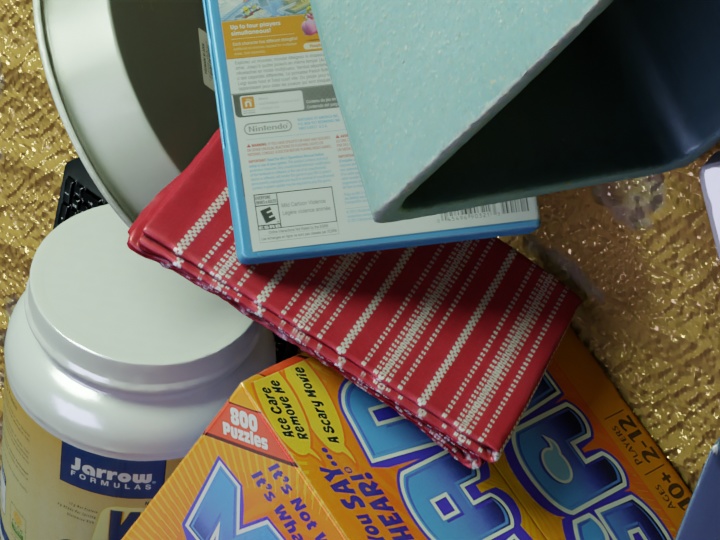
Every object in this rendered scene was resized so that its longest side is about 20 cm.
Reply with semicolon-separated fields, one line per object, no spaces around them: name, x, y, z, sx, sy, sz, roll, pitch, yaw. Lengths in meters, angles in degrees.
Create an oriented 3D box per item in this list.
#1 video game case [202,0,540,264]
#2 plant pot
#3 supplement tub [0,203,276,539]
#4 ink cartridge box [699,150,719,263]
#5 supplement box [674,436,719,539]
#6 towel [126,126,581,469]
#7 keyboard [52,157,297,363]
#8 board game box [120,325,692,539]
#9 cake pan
video game case;0.000;-0.109;1.195;0.018;0.142;0.202;137;126;-75
plant pot;0.086;-0.164;1.086;0.196;0.195;0.201;-44;65;47
supplement tub;-0.121;0.077;1.384;0.144;0.144;0.201;39;140;29
ink cartridge box;0.251;0.030;1.097;0.172;0.044;0.202;-12;99;23
supplement box;0.187;0.150;1.019;0.133;0.200;0.201;24;111;13
towel;0.000;0.000;1.221;0.199;0.145;0.023;32;130;1
keyboard;-0.118;0.023;1.485;0.199;0.039;0.105;34;128;34
board game box;0.025;0.154;1.269;0.200;0.199;0.200;54;137;15
cake pan;-0.090;-0.097;1.302;0.037;0.200;0.202;-21;91;25
